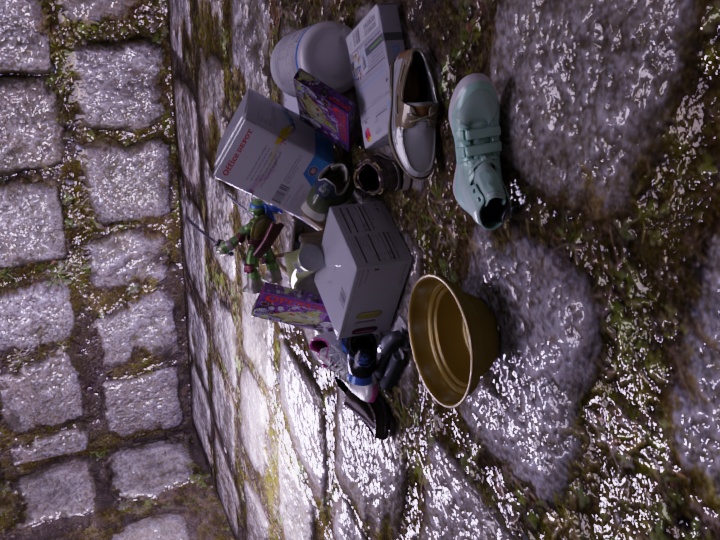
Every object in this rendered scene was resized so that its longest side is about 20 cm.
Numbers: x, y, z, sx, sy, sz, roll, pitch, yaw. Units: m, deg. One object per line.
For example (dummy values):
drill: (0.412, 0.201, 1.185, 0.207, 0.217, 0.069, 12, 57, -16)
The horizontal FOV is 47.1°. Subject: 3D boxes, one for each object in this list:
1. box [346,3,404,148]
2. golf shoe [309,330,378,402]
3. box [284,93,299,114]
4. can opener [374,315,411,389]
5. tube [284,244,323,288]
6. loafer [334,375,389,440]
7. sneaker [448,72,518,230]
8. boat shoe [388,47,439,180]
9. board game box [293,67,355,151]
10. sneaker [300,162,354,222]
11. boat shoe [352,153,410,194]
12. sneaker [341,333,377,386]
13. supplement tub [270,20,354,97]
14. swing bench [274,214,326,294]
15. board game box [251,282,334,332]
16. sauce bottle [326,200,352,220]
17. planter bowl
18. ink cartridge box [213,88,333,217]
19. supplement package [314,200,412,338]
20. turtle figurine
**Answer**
box: (0.034, -0.326, 1.406, 0.156, 0.041, 0.202, 162, 100, -69)
golf shoe: (-0.036, 0.196, 1.669, 0.200, 0.091, 0.076, 49, 129, 44)
box: (-0.127, -0.344, 1.823, 0.156, 0.041, 0.202, -140, 45, -59)
can opener: (0.055, 0.155, 1.535, 0.201, 0.066, 0.053, 103, 150, -53)
tube: (-0.122, -0.013, 1.642, 0.058, 0.052, 0.200, -64, 12, -15)
loafer: (0.000, 0.277, 1.702, 0.200, 0.071, 0.074, -126, 34, -50)
sneaker: (0.170, -0.153, 1.100, 0.119, 0.073, 0.202, -118, 18, -53)
boat shoe: (0.083, -0.245, 1.287, 0.068, 0.074, 0.202, 160, 101, -74)
board game box: (-0.064, -0.292, 1.525, 0.032, 0.119, 0.200, -59, -6, -10)
sneaker: (-0.043, -0.166, 1.565, 0.067, 0.200, 0.090, 35, 122, 2)
boat shoe: (0.023, -0.170, 1.487, 0.200, 0.059, 0.073, -158, 61, -65)
sneaker: (0.002, 0.141, 1.618, 0.200, 0.069, 0.079, -103, 21, -63)
supplement tub: (-0.085, -0.397, 1.575, 0.200, 0.131, 0.134, -159, 62, -67)
swing bench: (-0.120, -0.061, 1.806, 0.201, 0.129, 0.200, 54, 146, 39)
board game box: (-0.120, 0.082, 1.739, 0.120, 0.198, 0.033, 123, 156, -52)
sauce bottle: (-0.047, -0.130, 1.676, 0.065, 0.064, 0.201, 102, 152, -43)
planter bowl: (0.151, 0.099, 1.238, 0.200, 0.083, 0.203, 172, 90, -69)
ink cartridge box: (-0.175, -0.238, 1.674, 0.147, 0.199, 0.147, -53, 23, 28)
supplement package: (0.000, 0.000, 1.541, 0.201, 0.110, 0.157, 104, 149, -46)
turtle figurine: (-0.244, -0.061, 1.756, 0.144, 0.198, 0.196, -76, -21, -68)
